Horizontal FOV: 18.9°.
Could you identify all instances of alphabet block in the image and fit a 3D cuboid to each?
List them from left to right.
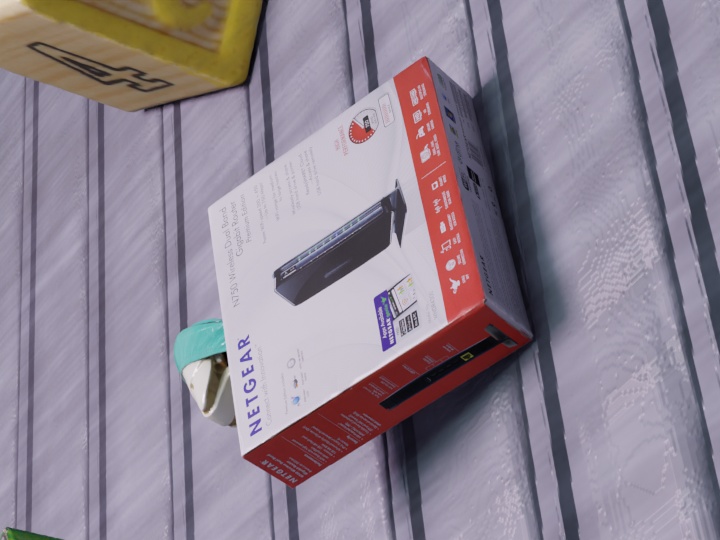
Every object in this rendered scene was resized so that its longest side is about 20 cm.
[{"bbox_3d":[-0.193,-0.246,1.660,0.199,0.195,0.197,-7,71,59],"label":"alphabet block"}]

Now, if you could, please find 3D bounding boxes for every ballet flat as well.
[{"bbox_3d":[-0.074,0.064,1.401,0.200,0.067,0.071,-21,42,54],"label":"ballet flat"}]

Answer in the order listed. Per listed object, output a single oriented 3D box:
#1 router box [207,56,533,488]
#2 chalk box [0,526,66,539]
[{"bbox_3d":[0.000,0.000,1.271,0.179,0.049,0.201,-34,44,22],"label":"router box"},{"bbox_3d":[-0.198,0.264,1.465,0.125,0.123,0.200,-64,28,18],"label":"chalk box"}]
